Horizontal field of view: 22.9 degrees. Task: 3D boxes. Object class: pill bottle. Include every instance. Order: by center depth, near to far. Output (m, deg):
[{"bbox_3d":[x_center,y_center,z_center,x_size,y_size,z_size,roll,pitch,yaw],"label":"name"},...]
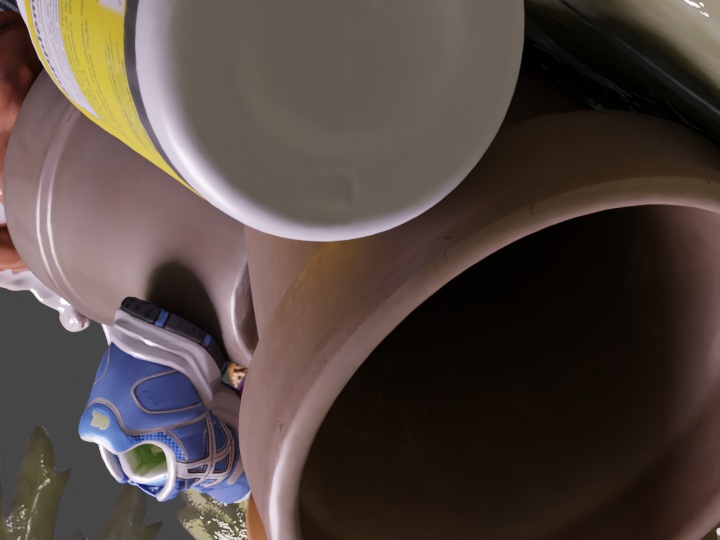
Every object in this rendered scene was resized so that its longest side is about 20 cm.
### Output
[{"bbox_3d":[-0.042,-0.086,0.558,0.114,0.115,0.200,37,179,-28],"label":"pill bottle"}]

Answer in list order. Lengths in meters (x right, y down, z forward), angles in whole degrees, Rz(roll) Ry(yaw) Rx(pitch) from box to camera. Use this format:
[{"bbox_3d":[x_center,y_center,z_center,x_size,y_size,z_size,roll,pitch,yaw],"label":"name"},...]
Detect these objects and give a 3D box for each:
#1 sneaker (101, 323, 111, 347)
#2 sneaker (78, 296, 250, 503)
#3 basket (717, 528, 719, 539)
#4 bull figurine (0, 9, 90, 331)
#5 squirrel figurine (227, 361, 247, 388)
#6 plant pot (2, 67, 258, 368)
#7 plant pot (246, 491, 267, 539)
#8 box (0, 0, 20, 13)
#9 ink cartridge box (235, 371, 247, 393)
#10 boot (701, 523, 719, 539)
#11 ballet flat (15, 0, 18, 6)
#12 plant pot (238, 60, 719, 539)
[{"bbox_3d":[-0.128,-0.003,1.112,0.088,0.202,0.075,4,180,-39],"label":"sneaker"},{"bbox_3d":[-0.104,0.088,0.962,0.075,0.078,0.200,20,160,24],"label":"sneaker"},{"bbox_3d":[0.176,0.102,0.851,0.176,0.139,0.200,36,170,22],"label":"basket"},{"bbox_3d":[-0.209,-0.045,1.015,0.065,0.121,0.202,16,126,38],"label":"bull figurine"},{"bbox_3d":[-0.006,0.018,1.175,0.187,0.200,0.142,48,172,5],"label":"squirrel figurine"},{"bbox_3d":[-0.070,-0.032,0.973,0.173,0.201,0.200,37,179,43],"label":"plant pot"},{"bbox_3d":[0.056,0.147,0.926,0.200,0.140,0.201,44,-162,-18],"label":"plant pot"},{"bbox_3d":[-0.175,-0.111,1.177,0.124,0.197,0.200,35,179,29],"label":"box"},{"bbox_3d":[0.030,0.040,1.069,0.136,0.201,0.076,35,178,-12],"label":"ink cartridge box"},{"bbox_3d":[0.066,0.049,0.732,0.106,0.075,0.201,-4,-125,-24],"label":"boot"},{"bbox_3d":[-0.163,-0.153,1.026,0.072,0.071,0.202,-151,39,-75],"label":"ballet flat"},{"bbox_3d":[0.035,0.003,0.630,0.200,0.200,0.175,37,-165,-41],"label":"plant pot"}]
